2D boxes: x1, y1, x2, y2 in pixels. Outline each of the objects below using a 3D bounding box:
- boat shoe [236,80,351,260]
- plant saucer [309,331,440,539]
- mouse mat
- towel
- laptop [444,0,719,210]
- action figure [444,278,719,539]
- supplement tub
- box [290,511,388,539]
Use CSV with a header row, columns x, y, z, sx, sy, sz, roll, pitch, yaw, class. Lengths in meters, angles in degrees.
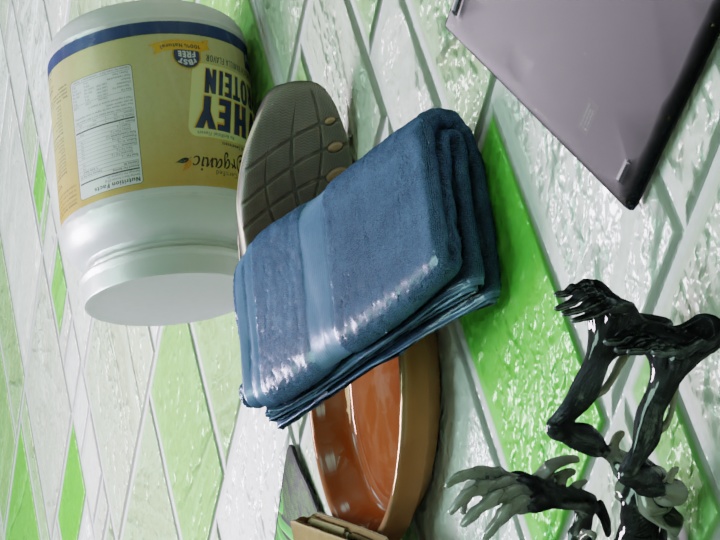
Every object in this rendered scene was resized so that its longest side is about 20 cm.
x,y,z,sx,sy,sz,roll,pitch,yaw,class
-0.049,-0.022,1.556,0.073,0.074,0.201,-140,52,-68,boat shoe
0.008,0.060,1.444,0.200,0.032,0.201,179,90,-74,plant saucer
-0.033,0.232,1.647,0.200,0.008,0.161,-114,28,-54,mouse mat
0.000,0.000,1.341,0.200,0.048,0.112,-36,52,47,towel
0.116,-0.172,1.091,0.200,0.116,0.187,48,147,21,laptop
0.093,0.109,1.043,0.119,0.102,0.200,35,125,55,action figure
-0.141,-0.073,1.737,0.144,0.144,0.201,130,135,-66,supplement tub
0.007,0.244,1.424,0.163,0.021,0.201,178,81,-74,box
